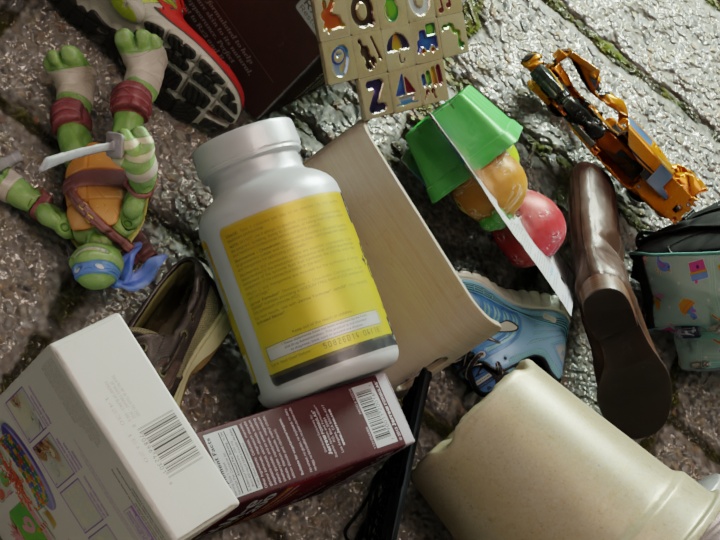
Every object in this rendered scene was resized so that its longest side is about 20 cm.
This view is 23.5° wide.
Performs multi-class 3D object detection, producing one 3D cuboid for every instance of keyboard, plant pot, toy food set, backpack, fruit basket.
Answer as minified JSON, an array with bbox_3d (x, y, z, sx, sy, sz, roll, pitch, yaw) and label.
[{"bbox_3d":[0.013,0.175,1.301,0.040,0.104,0.200,14,56,1],"label":"keyboard"},{"bbox_3d":[0.144,0.178,1.332,0.183,0.201,0.200,45,50,7],"label":"plant pot"},{"bbox_3d":[0.000,0.000,1.357,0.200,0.143,0.060,58,17,9],"label":"toy food set"},{"bbox_3d":[0.366,0.007,1.545,0.176,0.200,0.154,-19,93,-40],"label":"backpack"},{"bbox_3d":[0.116,-0.055,1.462,0.200,0.094,0.185,59,11,-6],"label":"fruit basket"}]

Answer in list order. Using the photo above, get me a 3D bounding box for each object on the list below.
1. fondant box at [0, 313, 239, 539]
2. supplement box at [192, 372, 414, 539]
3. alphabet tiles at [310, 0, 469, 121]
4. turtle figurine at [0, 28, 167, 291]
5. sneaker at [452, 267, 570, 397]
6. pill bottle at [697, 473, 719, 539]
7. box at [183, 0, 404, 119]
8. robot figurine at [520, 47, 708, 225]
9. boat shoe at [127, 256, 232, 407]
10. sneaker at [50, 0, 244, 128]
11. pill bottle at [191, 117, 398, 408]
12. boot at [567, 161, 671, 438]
[{"bbox_3d":[-0.179,0.134,1.126,0.058,0.200,0.144,-29,83,-41],"label":"fondant box"},{"bbox_3d":[-0.072,0.141,1.251,0.200,0.109,0.061,-15,75,-36],"label":"supplement box"},{"bbox_3d":[0.019,-0.223,1.347,0.166,0.006,0.200,-20,104,-43],"label":"alphabet tiles"},{"bbox_3d":[-0.213,-0.097,1.263,0.200,0.144,0.194,22,52,-26],"label":"turtle figurine"},{"bbox_3d":[0.094,0.056,1.425,0.200,0.078,0.090,10,64,-28],"label":"sneaker"},{"bbox_3d":[0.330,0.271,1.441,0.112,0.112,0.200,-37,89,-40],"label":"pill bottle"},{"bbox_3d":[-0.031,-0.262,1.451,0.200,0.164,0.166,-33,87,-39],"label":"box"},{"bbox_3d":[0.227,-0.131,1.577,0.200,0.058,0.145,46,9,-5],"label":"robot figurine"},{"bbox_3d":[-0.159,0.067,1.249,0.065,0.073,0.200,64,34,-29],"label":"boat shoe"},{"bbox_3d":[-0.160,-0.203,1.398,0.200,0.077,0.085,45,45,-5],"label":"sneaker"},{"bbox_3d":[-0.054,-0.006,1.284,0.112,0.112,0.200,-16,83,-37],"label":"pill bottle"},{"bbox_3d":[0.223,0.023,1.533,0.200,0.064,0.187,-92,168,-54],"label":"boot"}]
